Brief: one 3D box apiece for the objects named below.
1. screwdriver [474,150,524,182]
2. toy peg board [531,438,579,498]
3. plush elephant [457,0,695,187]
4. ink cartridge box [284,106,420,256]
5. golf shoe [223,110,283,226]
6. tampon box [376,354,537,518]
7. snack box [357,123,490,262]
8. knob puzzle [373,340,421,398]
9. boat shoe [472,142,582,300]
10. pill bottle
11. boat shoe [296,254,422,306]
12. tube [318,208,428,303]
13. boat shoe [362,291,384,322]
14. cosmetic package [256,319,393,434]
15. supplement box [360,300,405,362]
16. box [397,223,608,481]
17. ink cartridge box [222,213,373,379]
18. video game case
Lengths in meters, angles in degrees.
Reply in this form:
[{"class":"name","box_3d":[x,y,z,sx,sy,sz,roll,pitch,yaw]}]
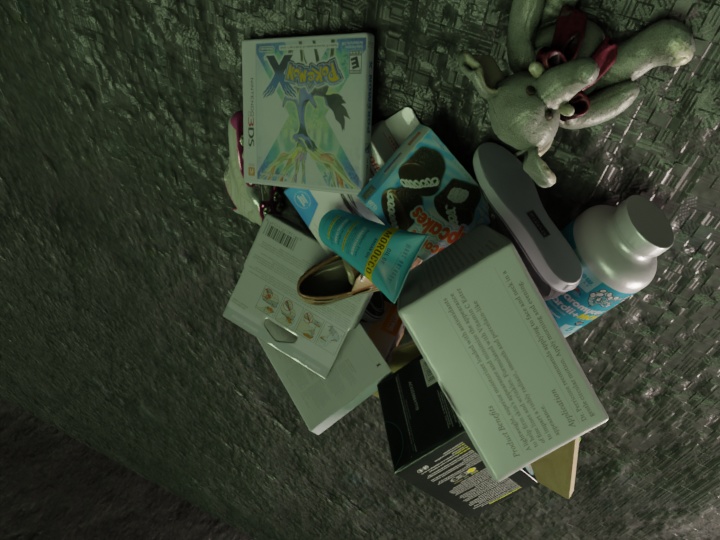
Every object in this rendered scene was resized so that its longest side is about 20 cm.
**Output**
[{"class":"screwdriver","box_3d":[0.142,-0.111,0.743,0.028,0.029,0.198,45,140,-16]},{"class":"toy peg board","box_3d":[0.293,0.254,0.983,0.197,0.098,0.203,23,141,36]},{"class":"plush elephant","box_3d":[0.182,-0.182,0.542,0.164,0.156,0.199,42,139,-13]},{"class":"ink cartridge box","box_3d":[0.007,-0.115,0.764,0.197,0.067,0.117,-24,111,34]},{"class":"golf shoe","box_3d":[-0.183,-0.153,0.881,0.090,0.076,0.203,16,137,23]},{"class":"tampon box","box_3d":[0.138,0.234,0.823,0.125,0.152,0.200,-35,128,18]},{"class":"snack box","box_3d":[0.101,-0.070,0.716,0.199,0.116,0.037,40,-173,-31]},{"class":"knob puzzle","box_3d":[0.132,0.165,0.912,0.214,0.031,0.224,3,126,4]},{"class":"boat shoe","box_3d":[0.185,-0.056,0.676,0.203,0.069,0.066,60,148,16]},{"class":"pill bottle","box_3d":[0.279,-0.003,0.697,0.110,0.112,0.201,33,141,-2]},{"class":"boat shoe","box_3d":[0.000,0.000,0.787,0.197,0.072,0.077,-26,85,10]},{"class":"tube","box_3d":[0.010,-0.028,0.671,0.050,0.079,0.199,21,-175,-31]},{"class":"boat shoe","box_3d":[0.002,-0.009,0.907,0.067,0.074,0.203,-14,107,34]},{"class":"cosmetic package","box_3d":[-0.061,0.125,0.891,0.202,0.149,0.052,54,178,24]},{"class":"supplement box","box_3d":[-0.030,0.097,0.991,0.196,0.127,0.075,21,138,13]},{"class":"box","box_3d":[0.141,0.075,0.627,0.129,0.200,0.202,-30,96,8]},{"class":"ink cartridge box","box_3d":[-0.091,0.037,0.867,0.197,0.043,0.176,29,100,10]},{"class":"video game case","box_3d":[-0.073,-0.198,0.723,0.196,0.022,0.187,10,106,30]}]
